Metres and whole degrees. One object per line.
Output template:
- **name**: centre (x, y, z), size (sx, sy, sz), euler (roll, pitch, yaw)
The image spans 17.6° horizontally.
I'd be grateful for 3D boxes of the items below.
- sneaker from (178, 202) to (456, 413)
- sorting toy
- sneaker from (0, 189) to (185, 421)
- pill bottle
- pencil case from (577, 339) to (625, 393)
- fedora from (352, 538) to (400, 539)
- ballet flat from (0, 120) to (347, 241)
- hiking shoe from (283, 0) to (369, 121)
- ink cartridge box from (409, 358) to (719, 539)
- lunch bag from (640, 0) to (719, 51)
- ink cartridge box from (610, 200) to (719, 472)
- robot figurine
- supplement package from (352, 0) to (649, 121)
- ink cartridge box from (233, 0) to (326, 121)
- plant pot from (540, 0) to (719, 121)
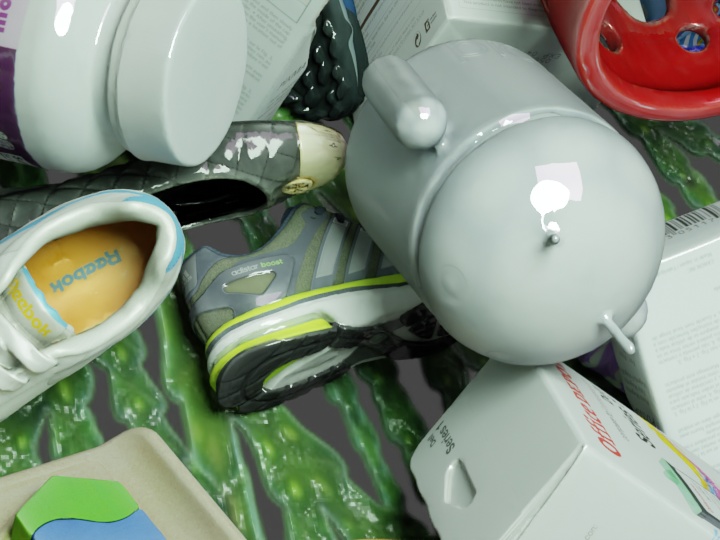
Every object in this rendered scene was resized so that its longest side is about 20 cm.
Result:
- **sneaker**: centre (0.000, 0.000, 1.133), size (0.199, 0.074, 0.081), euler (-15, 63, -36)
- **sorting toy**: centre (-0.126, 0.148, 0.947), size (0.199, 0.037, 0.185), euler (-19, 48, -32)
- **sneaker**: centre (-0.163, 0.029, 0.988), size (0.200, 0.081, 0.077), euler (-38, 95, -13)
- **pill bottle**: centre (-0.156, -0.106, 1.044), size (0.199, 0.113, 0.113), euler (12, 47, 20)
- **pencil case**: centre (0.206, 0.058, 1.194), size (0.199, 0.084, 0.086), euler (32, 14, -7)
- **fedora**: centre (0.034, 0.188, 1.012), size (0.199, 0.082, 0.202), euler (14, 54, -19)
- **ballet flat**: centre (-0.098, -0.023, 1.080), size (0.199, 0.067, 0.057), euler (-17, 63, -10)
- **hiking shoe**: centre (-0.030, -0.178, 1.214), size (0.086, 0.074, 0.201), euler (-19, 89, -46)
- **ink cartridge box**: centre (0.132, 0.130, 1.036), size (0.199, 0.084, 0.145), euler (34, 10, -18)
- **lunch bag**: centre (0.229, -0.234, 1.323), size (0.093, 0.200, 0.151), euler (1, 58, -27)
- **ink cartridge box**: centre (0.215, 0.058, 1.140), size (0.162, 0.057, 0.201), euler (-21, 112, -8)
- **robot figurine**: centre (0.063, -0.032, 1.038), size (0.169, 0.113, 0.200), euler (37, 8, -32)
- **supplement package**: centre (0.056, -0.174, 1.245), size (0.120, 0.120, 0.201), euler (4, 58, -24)
- **ink cartridge box**: centre (-0.088, -0.151, 1.092), size (0.162, 0.200, 0.057), euler (38, 40, 1)
- **plant pot**: centre (0.162, -0.202, 1.112), size (0.199, 0.201, 0.183), euler (-4, 58, -29)
